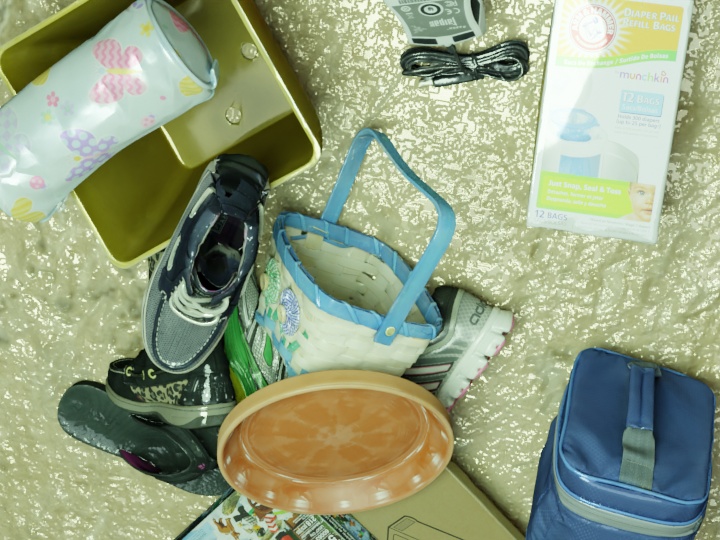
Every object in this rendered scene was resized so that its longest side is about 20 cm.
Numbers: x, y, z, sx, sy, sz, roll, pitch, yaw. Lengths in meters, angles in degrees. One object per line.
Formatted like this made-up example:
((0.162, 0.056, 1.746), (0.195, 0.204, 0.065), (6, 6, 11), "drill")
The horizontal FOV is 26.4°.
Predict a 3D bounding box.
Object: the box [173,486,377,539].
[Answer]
((-0.095, 0.272, 1.437), (0.137, 0.038, 0.200), (44, 119, -4), "box")

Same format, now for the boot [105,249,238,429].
((-0.168, 0.050, 1.350), (0.073, 0.203, 0.155), (-7, 99, -31), "boot")

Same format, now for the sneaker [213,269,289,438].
((-0.101, 0.064, 1.392), (0.085, 0.078, 0.202), (-12, 98, -25), "sneaker")

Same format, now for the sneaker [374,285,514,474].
((0.049, 0.093, 1.368), (0.087, 0.074, 0.200), (39, 108, 3), "sneaker")

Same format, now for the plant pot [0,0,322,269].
((-0.145, -0.150, 1.275), (0.199, 0.176, 0.201), (-27, 99, 15), "plant pot")

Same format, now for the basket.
((0.000, 0.000, 1.289), (0.138, 0.176, 0.201), (19, 109, -31), "basket")

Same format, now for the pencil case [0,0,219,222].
((-0.203, -0.119, 1.157), (0.199, 0.083, 0.091), (-35, 96, 16), "pencil case")

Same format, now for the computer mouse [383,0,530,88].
((0.068, -0.211, 1.236), (0.109, 0.200, 0.044), (-3, 67, 15), "computer mouse")

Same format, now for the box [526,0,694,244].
((0.203, -0.137, 1.260), (0.112, 0.101, 0.202), (8, 107, 6), "box")

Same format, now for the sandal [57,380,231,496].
((-0.193, 0.165, 1.437), (0.199, 0.048, 0.076), (18, 107, 5), "sandal")

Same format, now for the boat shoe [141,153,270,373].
((-0.126, 0.013, 1.184), (0.074, 0.093, 0.201), (17, 118, -8), "boat shoe")

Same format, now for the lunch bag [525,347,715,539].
((0.226, 0.157, 1.295), (0.135, 0.200, 0.133), (16, 126, 2), "lunch bag")

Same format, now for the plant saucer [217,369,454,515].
((-0.021, 0.142, 1.291), (0.199, 0.032, 0.201), (-3, 141, -2), "plant saucer")

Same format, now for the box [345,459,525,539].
((0.076, 0.268, 1.413), (0.200, 0.021, 0.163), (46, 122, -8), "box")
